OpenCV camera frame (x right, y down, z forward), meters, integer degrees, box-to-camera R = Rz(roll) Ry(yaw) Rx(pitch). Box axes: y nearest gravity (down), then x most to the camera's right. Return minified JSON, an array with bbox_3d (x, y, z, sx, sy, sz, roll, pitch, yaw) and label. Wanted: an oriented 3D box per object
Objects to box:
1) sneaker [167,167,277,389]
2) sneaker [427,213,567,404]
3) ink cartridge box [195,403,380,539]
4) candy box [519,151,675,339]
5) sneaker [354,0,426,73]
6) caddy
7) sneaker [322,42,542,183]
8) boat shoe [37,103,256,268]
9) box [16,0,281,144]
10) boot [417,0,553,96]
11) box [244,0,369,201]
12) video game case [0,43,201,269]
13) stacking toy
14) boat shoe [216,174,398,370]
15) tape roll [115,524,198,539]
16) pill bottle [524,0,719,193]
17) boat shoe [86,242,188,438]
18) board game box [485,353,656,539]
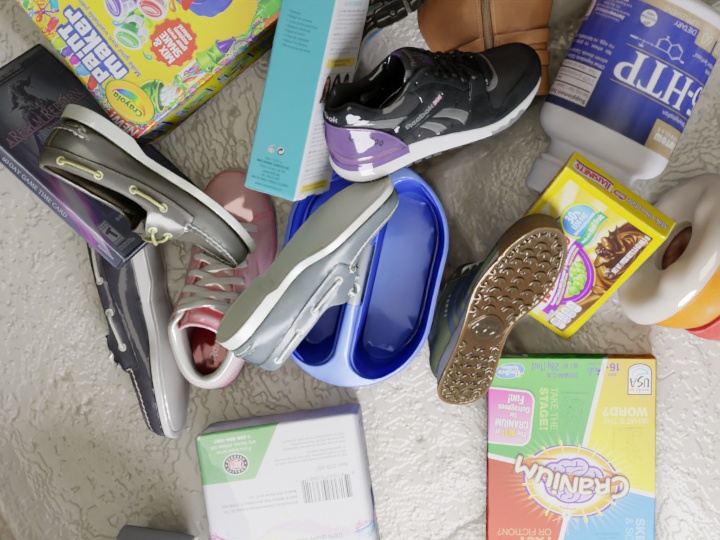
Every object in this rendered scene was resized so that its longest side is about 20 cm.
[{"bbox_3d":[-0.121,0.010,1.527,0.075,0.105,0.201,9,93,4],"label":"sneaker"},{"bbox_3d":[0.107,0.015,1.497,0.067,0.090,0.201,11,125,-23],"label":"sneaker"},{"bbox_3d":[-0.057,0.229,1.546,0.144,0.088,0.201,-9,91,3],"label":"ink cartridge box"},{"bbox_3d":[0.179,-0.017,1.479,0.102,0.200,0.026,37,57,2],"label":"candy box"},{"bbox_3d":[-0.002,-0.238,1.509,0.078,0.090,0.200,40,106,-17],"label":"sneaker"},{"bbox_3d":[0.000,0.000,1.519,0.141,0.105,0.201,12,94,1],"label":"caddy"},{"bbox_3d":[0.062,-0.148,1.427,0.199,0.088,0.076,-28,50,-14],"label":"sneaker"},{"bbox_3d":[-0.179,-0.058,1.463,0.201,0.072,0.060,37,73,-18],"label":"boat shoe"},{"bbox_3d":[-0.178,-0.246,1.505,0.192,0.122,0.200,-40,91,5],"label":"box"},{"bbox_3d":[0.148,-0.230,1.509,0.199,0.077,0.156,-13,89,8],"label":"boot"},{"bbox_3d":[-0.041,-0.163,1.432,0.049,0.082,0.201,16,103,17],"label":"box"},{"bbox_3d":[-0.246,-0.102,1.512,0.200,0.143,0.019,43,126,-1],"label":"video game case"},{"bbox_3d":[0.337,0.021,1.516,0.199,0.146,0.146,31,95,-19],"label":"stacking toy"},{"bbox_3d":[-0.034,0.003,1.458,0.200,0.073,0.062,-45,114,8],"label":"boat shoe"},{"bbox_3d":[-0.189,0.324,1.500,0.066,0.200,0.201,8,94,1],"label":"tape roll"},{"bbox_3d":[0.224,-0.145,1.494,0.119,0.120,0.201,25,95,1],"label":"pill bottle"},{"bbox_3d":[-0.199,0.053,1.548,0.060,0.074,0.201,-8,100,13],"label":"boat shoe"},{"bbox_3d":[0.188,0.175,1.555,0.152,0.040,0.201,0,93,3],"label":"board game box"}]
